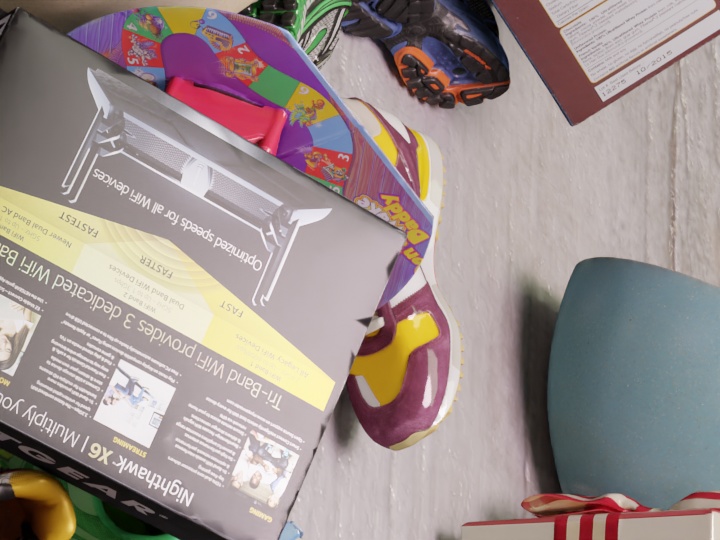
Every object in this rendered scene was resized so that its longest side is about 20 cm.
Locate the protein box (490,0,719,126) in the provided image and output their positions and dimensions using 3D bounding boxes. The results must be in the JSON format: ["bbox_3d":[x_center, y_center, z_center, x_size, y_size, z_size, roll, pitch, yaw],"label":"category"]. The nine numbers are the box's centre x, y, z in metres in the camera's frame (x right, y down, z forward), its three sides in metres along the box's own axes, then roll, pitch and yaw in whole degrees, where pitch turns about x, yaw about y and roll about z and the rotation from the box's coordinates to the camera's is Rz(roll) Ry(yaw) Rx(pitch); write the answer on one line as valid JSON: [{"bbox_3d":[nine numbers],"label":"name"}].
[{"bbox_3d":[0.113,-0.235,1.549,0.200,0.135,0.199,54,8,-31],"label":"protein box"}]

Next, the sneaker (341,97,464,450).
[{"bbox_3d":[0.000,0.000,1.396,0.090,0.075,0.201,26,48,-42],"label":"sneaker"}]

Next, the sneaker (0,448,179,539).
[{"bbox_3d":[-0.141,0.056,1.113,0.200,0.083,0.074,54,36,-30],"label":"sneaker"}]

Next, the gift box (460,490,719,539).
[{"bbox_3d":[0.165,0.221,1.458,0.200,0.184,0.187,23,66,-57],"label":"gift box"}]

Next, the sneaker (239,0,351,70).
[{"bbox_3d":[-0.049,-0.118,1.356,0.200,0.078,0.085,-55,144,-42],"label":"sneaker"}]

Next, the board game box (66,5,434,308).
[{"bbox_3d":[-0.066,-0.030,1.159,0.200,0.158,0.039,51,38,-30],"label":"board game box"}]

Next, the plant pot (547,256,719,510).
[{"bbox_3d":[0.194,0.099,1.574,0.200,0.200,0.135,39,72,-45],"label":"plant pot"}]

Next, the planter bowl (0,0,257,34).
[{"bbox_3d":[-0.110,-0.180,1.175,0.135,0.200,0.200,67,30,-26],"label":"planter bowl"}]

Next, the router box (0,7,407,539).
[{"bbox_3d":[-0.098,0.009,1.067,0.200,0.052,0.158,30,71,-20],"label":"router box"}]

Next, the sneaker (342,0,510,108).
[{"bbox_3d":[0.022,-0.175,1.519,0.200,0.075,0.079,49,29,-49],"label":"sneaker"}]

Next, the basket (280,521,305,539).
[{"bbox_3d":[-0.039,0.219,1.125,0.200,0.139,0.176,52,39,13],"label":"basket"}]

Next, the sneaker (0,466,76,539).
[{"bbox_3d":[-0.180,0.139,1.011,0.078,0.082,0.200,60,34,-24],"label":"sneaker"}]
